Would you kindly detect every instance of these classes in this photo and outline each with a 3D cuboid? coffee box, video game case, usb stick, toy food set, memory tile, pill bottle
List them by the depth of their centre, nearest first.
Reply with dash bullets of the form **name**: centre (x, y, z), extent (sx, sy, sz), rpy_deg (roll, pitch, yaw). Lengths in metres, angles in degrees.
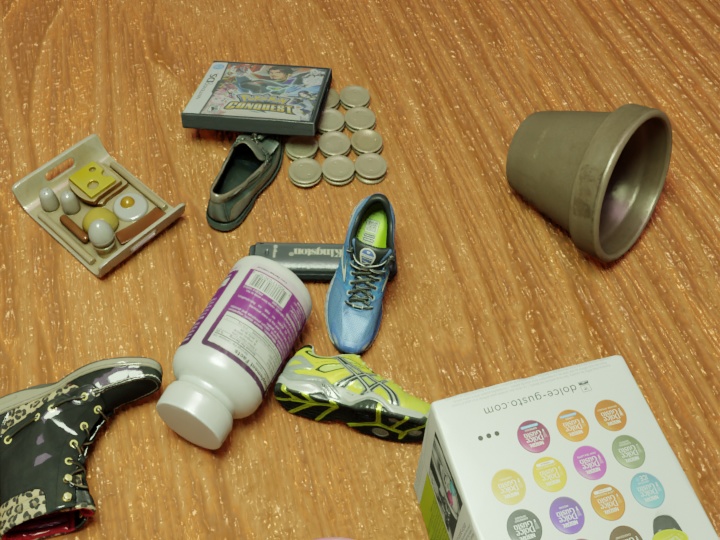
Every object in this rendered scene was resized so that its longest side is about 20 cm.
- **coffee box**: centre (0.175, 0.234, 0.693), extent (0.194, 0.202, 0.201), rpy_deg (-12, 55, -11)
- **pill bottle**: centre (-0.142, 0.092, 0.834), extent (0.110, 0.114, 0.202), rpy_deg (21, 56, 13)
- **usb stick**: centre (-0.049, -0.012, 0.962), extent (0.193, 0.033, 0.057), rpy_deg (1, 55, -2)
- **toy food set**: centre (-0.351, -0.095, 0.988), extent (0.198, 0.061, 0.143), rpy_deg (36, 60, 21)
- **video game case**: centre (-0.150, -0.262, 1.108), extent (0.194, 0.026, 0.183), rpy_deg (4, 39, 5)
- **memory tile**: centre (-0.043, -0.205, 1.113), extent (0.148, 0.017, 0.204), rpy_deg (-6, 54, -8)

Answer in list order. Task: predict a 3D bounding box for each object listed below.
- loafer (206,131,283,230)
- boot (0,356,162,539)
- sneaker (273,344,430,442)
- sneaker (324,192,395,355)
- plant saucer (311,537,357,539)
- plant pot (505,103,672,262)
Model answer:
- **loafer**: centre (-0.158, -0.147, 1.035), extent (0.070, 0.064, 0.203), rpy_deg (15, 55, 8)
- **boot**: centre (-0.297, 0.185, 0.781), extent (0.194, 0.074, 0.153), rpy_deg (-16, 55, -9)
- **sneaker**: centre (0.002, 0.135, 0.834), extent (0.194, 0.076, 0.078), rpy_deg (16, 55, 7)
- **sneaker**: centre (0.000, 0.000, 0.896), extent (0.076, 0.089, 0.206), rpy_deg (9, 81, 0)
- **plant saucer**: centre (-0.024, 0.359, 0.686), extent (0.194, 0.051, 0.205), rpy_deg (1, 55, -2)
- **plant pot**: centre (0.293, -0.135, 0.992), extent (0.172, 0.204, 0.200), rpy_deg (26, 54, 37)
